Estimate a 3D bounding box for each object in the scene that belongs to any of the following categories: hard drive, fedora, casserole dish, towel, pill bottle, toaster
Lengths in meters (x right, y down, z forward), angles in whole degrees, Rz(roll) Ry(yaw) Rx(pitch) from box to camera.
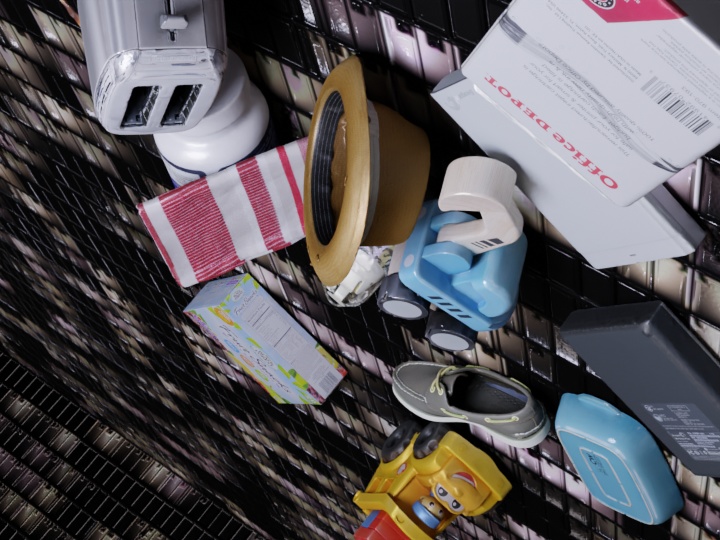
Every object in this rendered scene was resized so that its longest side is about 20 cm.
[{"bbox_3d":[0.282,0.109,1.174,0.200,0.033,0.139,45,160,-14],"label":"hard drive"},{"bbox_3d":[0.008,-0.082,1.114,0.082,0.201,0.201,6,167,-16],"label":"fedora"},{"bbox_3d":[0.268,0.205,1.395,0.121,0.039,0.200,19,151,43],"label":"casserole dish"},{"bbox_3d":[-0.105,-0.058,1.295,0.144,0.200,0.023,73,174,-57],"label":"towel"},{"bbox_3d":[0.155,-0.083,1.004,0.200,0.026,0.132,45,160,-14],"label":"hard drive"},{"bbox_3d":[-0.139,-0.124,1.304,0.116,0.116,0.200,31,158,23],"label":"pill bottle"},{"bbox_3d":[-0.180,-0.199,1.129,0.200,0.113,0.130,141,123,-66],"label":"toaster"}]

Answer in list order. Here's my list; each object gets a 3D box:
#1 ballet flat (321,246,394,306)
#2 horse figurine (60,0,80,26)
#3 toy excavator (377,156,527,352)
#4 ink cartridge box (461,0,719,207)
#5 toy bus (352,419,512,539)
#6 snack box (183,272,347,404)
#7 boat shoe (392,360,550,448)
[{"bbox_3d":[0.000,0.000,1.392,0.072,0.072,0.200,40,160,0],"label":"ballet flat"},{"bbox_3d":[-0.232,-0.242,1.317,0.200,0.050,0.133,15,148,49],"label":"horse figurine"},{"bbox_3d":[0.096,-0.022,1.125,0.194,0.100,0.200,33,150,-33],"label":"toy excavator"},{"bbox_3d":[0.165,-0.136,0.788,0.145,0.083,0.200,40,161,-2],"label":"ink cartridge box"},{"bbox_3d":[0.075,0.304,1.726,0.136,0.192,0.200,45,158,-11],"label":"toy bus"},{"bbox_3d":[-0.134,0.098,1.837,0.200,0.068,0.169,45,160,-16],"label":"snack box"},{"bbox_3d":[0.116,0.136,1.473,0.201,0.072,0.060,17,149,35],"label":"boat shoe"}]
